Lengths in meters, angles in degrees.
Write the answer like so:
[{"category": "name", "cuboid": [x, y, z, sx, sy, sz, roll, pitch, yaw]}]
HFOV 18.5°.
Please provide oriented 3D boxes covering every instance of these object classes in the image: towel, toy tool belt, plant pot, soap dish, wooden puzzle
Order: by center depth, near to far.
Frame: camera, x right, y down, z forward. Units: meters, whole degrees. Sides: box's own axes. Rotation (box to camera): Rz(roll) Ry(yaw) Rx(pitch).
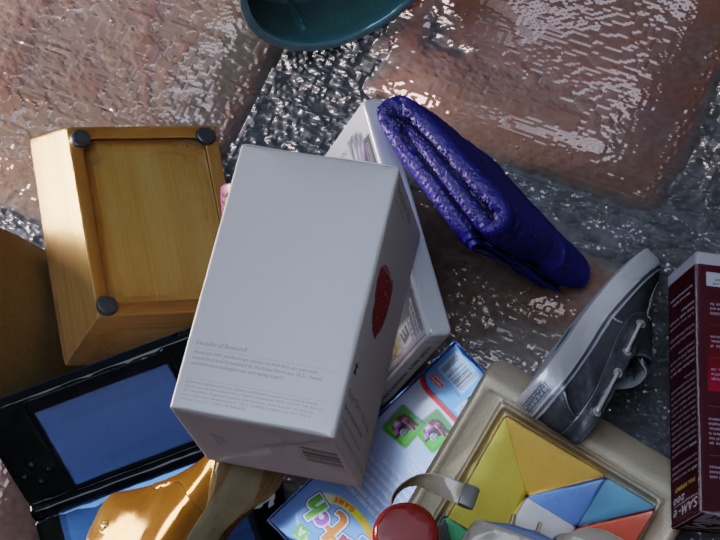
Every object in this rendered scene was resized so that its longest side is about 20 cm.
[{"category": "toy tool belt", "cuboid": [0.101, 0.228, 1.563, 0.199, 0.123, 0.125, 19, 70, 6]}, {"category": "wooden puzzle", "cuboid": [0.129, 0.193, 1.635, 0.185, 0.037, 0.201, 31, 82, 4]}, {"category": "towel", "cuboid": [0.091, -0.052, 1.687, 0.050, 0.200, 0.148, -45, 64, 8]}, {"category": "plant pot", "cuboid": [-0.323, 0.033, 1.744, 0.185, 0.200, 0.187, -4, 69, 10]}, {"category": "soap dish", "cuboid": [-0.171, -0.025, 1.764, 0.157, 0.081, 0.201, -2, 66, -24]}, {"category": "plant pot", "cuboid": [-0.051, -0.322, 1.834, 0.200, 0.200, 0.196, -31, 59, -1]}]

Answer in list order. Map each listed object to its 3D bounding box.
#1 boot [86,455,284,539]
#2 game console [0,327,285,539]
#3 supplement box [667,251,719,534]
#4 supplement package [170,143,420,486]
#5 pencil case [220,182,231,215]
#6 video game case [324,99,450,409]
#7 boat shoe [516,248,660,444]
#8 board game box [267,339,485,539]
[{"category": "boot", "cuboid": [-0.136, 0.167, 1.648, 0.144, 0.071, 0.202, 2, 69, 44]}, {"category": "game console", "cuboid": [-0.171, 0.165, 1.708, 0.199, 0.171, 0.119, -21, 40, 3]}, {"category": "supplement box", "cuboid": [0.288, 0.094, 1.641, 0.108, 0.061, 0.201, 8, 68, -13]}, {"category": "supplement package", "cuboid": [-0.041, 0.032, 1.548, 0.119, 0.121, 0.201, 9, 70, 13]}, {"category": "pencil case", "cuboid": [-0.057, 0.023, 1.702, 0.086, 0.083, 0.201, -6, 83, -4]}, {"category": "video game case", "cuboid": [0.000, 0.000, 1.707, 0.023, 0.182, 0.201, -3, 64, -26]}, {"category": "boat shoe", "cuboid": [0.189, 0.058, 1.664, 0.068, 0.072, 0.200, 40, 42, 2]}, {"category": "board game box", "cuboid": [0.052, 0.177, 1.682, 0.200, 0.037, 0.151, -43, 77, -7]}]
